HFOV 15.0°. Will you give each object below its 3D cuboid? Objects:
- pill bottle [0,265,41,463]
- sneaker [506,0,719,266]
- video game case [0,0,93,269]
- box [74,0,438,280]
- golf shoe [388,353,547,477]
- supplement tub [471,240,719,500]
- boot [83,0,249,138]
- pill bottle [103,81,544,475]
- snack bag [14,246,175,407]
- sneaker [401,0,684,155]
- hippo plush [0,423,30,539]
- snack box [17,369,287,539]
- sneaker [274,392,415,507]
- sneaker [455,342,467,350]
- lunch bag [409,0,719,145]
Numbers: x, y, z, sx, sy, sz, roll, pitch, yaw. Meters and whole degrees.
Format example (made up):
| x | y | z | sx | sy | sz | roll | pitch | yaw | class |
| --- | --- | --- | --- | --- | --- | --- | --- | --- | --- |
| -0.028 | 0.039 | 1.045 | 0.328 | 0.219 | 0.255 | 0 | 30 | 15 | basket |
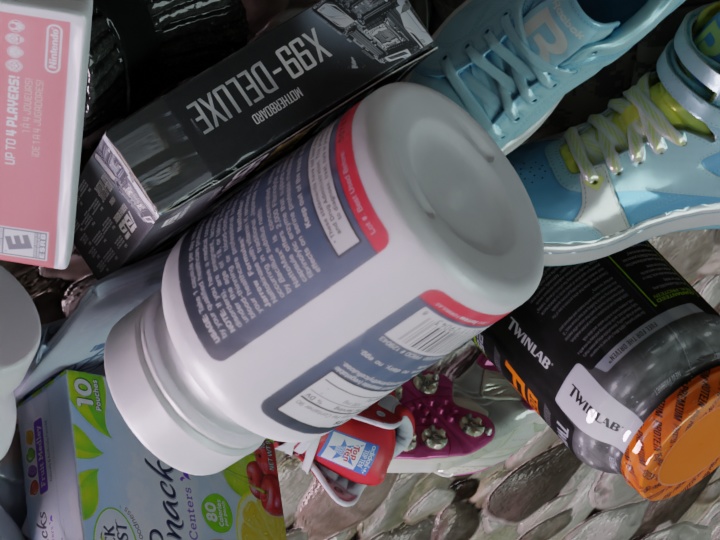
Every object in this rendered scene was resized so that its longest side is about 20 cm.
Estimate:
| x | y | z | sx | sy | sz | roll | pitch | yaw | class |
| --- | --- | --- | --- | --- | --- | --- | --- | --- | --- |
| -0.237 | 0.086 | 1.337 | 0.116 | 0.116 | 0.200 | -9 | 140 | -46 | pill bottle |
| 0.141 | -0.077 | 1.363 | 0.199 | 0.080 | 0.131 | -12 | 142 | -15 | sneaker |
| -0.212 | -0.070 | 1.115 | 0.199 | 0.017 | 0.143 | 9 | 134 | -1 | video game case |
| -0.061 | -0.066 | 1.333 | 0.157 | 0.050 | 0.200 | -33 | 179 | -17 | box |
| 0.057 | 0.108 | 1.792 | 0.200 | 0.075 | 0.092 | -12 | 144 | -41 | golf shoe |
| 0.144 | 0.037 | 1.664 | 0.122 | 0.200 | 0.123 | -30 | 149 | -20 | supplement tub |
| -0.133 | -0.117 | 1.215 | 0.158 | 0.080 | 0.211 | -33 | 166 | -9 | boot |
| -0.023 | 0.011 | 1.292 | 0.200 | 0.120 | 0.119 | -34 | 158 | 29 | pill bottle |
| -0.097 | 0.009 | 1.441 | 0.188 | 0.021 | 0.200 | -23 | 170 | -28 | snack bag |
| 0.087 | -0.117 | 1.310 | 0.200 | 0.074 | 0.082 | -42 | 176 | 9 | sneaker |
| -0.196 | 0.187 | 1.512 | 0.161 | 0.200 | 0.159 | -33 | -167 | 33 | hippo plush |
| -0.103 | 0.162 | 1.445 | 0.142 | 0.201 | 0.053 | 12 | 148 | -39 | snack box |
| -0.051 | 0.085 | 1.576 | 0.200 | 0.113 | 0.071 | -9 | 138 | -45 | sneaker |
| 0.000 | 0.000 | 1.442 | 0.200 | 0.082 | 0.073 | -14 | -127 | 67 | sneaker |
| 0.102 | -0.125 | 1.453 | 0.167 | 0.140 | 0.200 | -13 | 141 | -15 | lunch bag |
